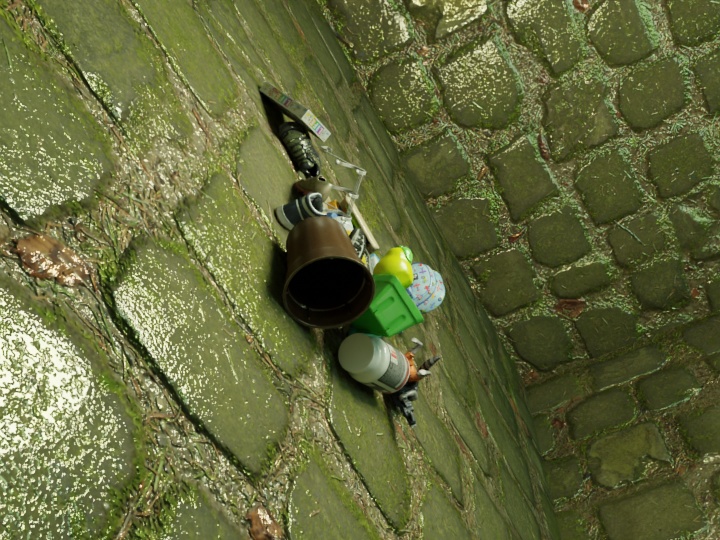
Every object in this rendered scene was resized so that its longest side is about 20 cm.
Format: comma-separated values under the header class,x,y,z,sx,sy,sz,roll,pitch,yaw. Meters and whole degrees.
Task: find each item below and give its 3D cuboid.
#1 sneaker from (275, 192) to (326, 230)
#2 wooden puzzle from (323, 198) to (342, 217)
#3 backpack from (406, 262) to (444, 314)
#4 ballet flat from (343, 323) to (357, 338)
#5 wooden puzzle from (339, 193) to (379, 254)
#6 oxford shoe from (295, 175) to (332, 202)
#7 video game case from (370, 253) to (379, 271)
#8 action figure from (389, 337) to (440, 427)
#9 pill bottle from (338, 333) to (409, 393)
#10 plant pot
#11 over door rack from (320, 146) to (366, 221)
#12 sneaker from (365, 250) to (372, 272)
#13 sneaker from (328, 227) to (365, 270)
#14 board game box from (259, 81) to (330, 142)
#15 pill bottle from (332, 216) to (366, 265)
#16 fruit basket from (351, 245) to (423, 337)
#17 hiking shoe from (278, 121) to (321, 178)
class,x,y,z,sx,sy,sz,roll,pitch,yaw
sneaker,-0.120,-0.134,1.670,0.200,0.108,0.070,26,42,-65
wooden puzzle,-0.070,-0.131,1.934,0.200,0.046,0.185,60,17,-17
backpack,0.155,0.057,2.074,0.135,0.200,0.183,53,21,-44
ballet flat,-0.009,0.152,1.714,0.062,0.067,0.200,41,1,27
wooden puzzle,-0.015,-0.130,2.016,0.185,0.037,0.200,60,-10,0
oxford shoe,-0.120,-0.219,1.773,0.070,0.075,0.200,45,0,-28
video game case,0.075,0.067,1.923,0.143,0.018,0.200,48,26,-49
action figure,0.138,0.304,1.724,0.104,0.194,0.200,-2,45,-27
pill bottle,0.034,0.224,1.609,0.200,0.116,0.116,40,29,-56
plant pot,-0.082,-0.008,1.486,0.200,0.200,0.198,52,13,-36
over door rack,-0.078,-0.238,1.801,0.067,0.148,0.200,1,27,-40
sneaker,0.000,0.000,1.872,0.200,0.074,0.079,-100,-170,-58
sneaker,-0.050,-0.020,1.631,0.200,0.080,0.074,-66,150,-15
board game box,-0.188,-0.456,1.901,0.200,0.034,0.134,40,1,32
pill bottle,-0.047,-0.045,1.762,0.112,0.112,0.200,46,25,-48
fruit basket,0.069,0.049,1.570,0.156,0.215,0.216,57,18,-16
hiking shoe,-0.164,-0.339,1.895,0.200,0.076,0.101,49,19,-45
